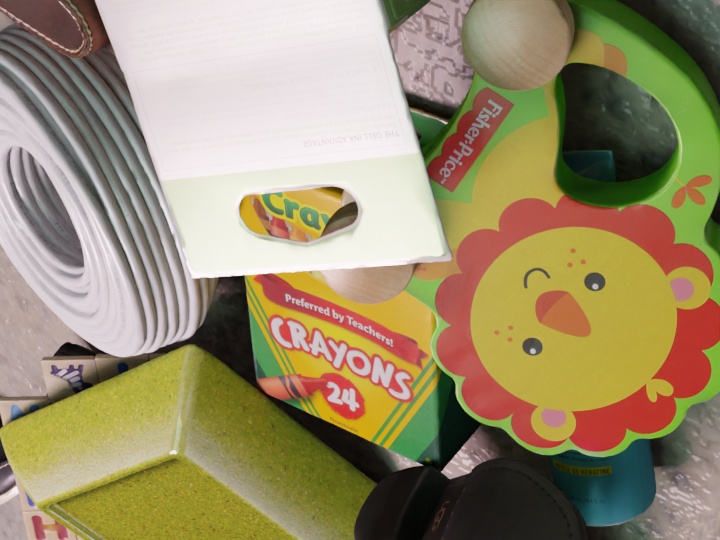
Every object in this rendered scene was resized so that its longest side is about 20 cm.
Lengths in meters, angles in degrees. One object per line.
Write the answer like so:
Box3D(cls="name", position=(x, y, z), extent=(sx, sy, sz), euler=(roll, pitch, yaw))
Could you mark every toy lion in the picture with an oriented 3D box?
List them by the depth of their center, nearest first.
Box3D(cls="toy lion", position=(0.093, -0.015, 0.776), extent=(0.191, 0.069, 0.200), euler=(32, 119, -4))

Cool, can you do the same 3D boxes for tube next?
Box3D(cls="tube", position=(0.106, 0.030, 0.850), extent=(0.077, 0.050, 0.201), euler=(0, 120, 29))

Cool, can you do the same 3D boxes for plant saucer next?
Box3D(cls="plant saucer", position=(-0.099, 0.144, 1.053), extent=(0.199, 0.048, 0.200), euler=(-23, 127, 41))

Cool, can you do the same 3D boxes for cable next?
Box3D(cls="cable", position=(-0.155, -0.042, 0.969), extent=(0.200, 0.069, 0.201), euler=(45, 151, 25))

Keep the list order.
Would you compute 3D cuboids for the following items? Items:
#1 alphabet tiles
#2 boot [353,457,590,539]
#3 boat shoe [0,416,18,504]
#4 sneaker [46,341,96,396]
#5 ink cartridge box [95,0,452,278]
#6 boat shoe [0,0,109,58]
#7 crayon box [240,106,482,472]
Box3D(cls="alphabet tiles", position=(-0.141, 0.129, 1.112), extent=(0.165, 0.006, 0.201), euler=(-1, 130, 1))
Box3D(cls="boot", position=(0.104, 0.171, 0.918), extent=(0.174, 0.069, 0.200), euler=(37, 164, -23))
Box3D(cls="boat shoe", position=(-0.289, 0.130, 1.269), extent=(0.199, 0.073, 0.063), euler=(-8, 121, 51))
Box3D(cls="sneaker", position=(-0.180, 0.133, 1.186), extent=(0.079, 0.075, 0.201), euler=(38, 136, 30))
Box3D(cls="ink cartridge box", position=(-0.039, -0.099, 0.737), extent=(0.145, 0.048, 0.201), euler=(-4, 117, 33))
Box3D(cls="boat shoe", position=(-0.204, -0.173, 0.849), extent=(0.200, 0.070, 0.070), euler=(42, 146, 1))
Box3D(cls="crayon box", position=(0.000, 0.000, 0.910), extent=(0.126, 0.051, 0.201), euler=(21, 135, 28))
